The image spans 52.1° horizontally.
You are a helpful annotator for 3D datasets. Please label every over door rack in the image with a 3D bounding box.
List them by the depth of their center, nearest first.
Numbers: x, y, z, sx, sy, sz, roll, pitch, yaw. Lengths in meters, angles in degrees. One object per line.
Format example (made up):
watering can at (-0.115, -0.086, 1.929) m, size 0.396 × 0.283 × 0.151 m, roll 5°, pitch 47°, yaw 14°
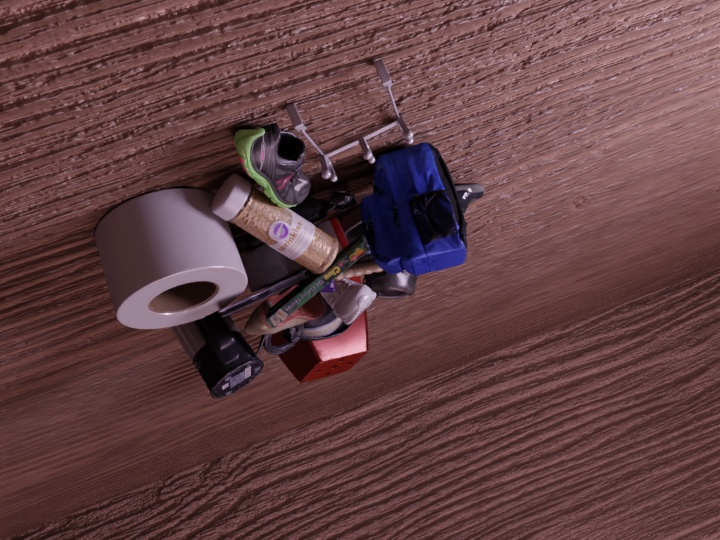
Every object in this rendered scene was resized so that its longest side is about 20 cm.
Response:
over door rack at (-0.006, -0.200, 1.065) m, size 0.148 × 0.067 × 0.200 m, roll -25°, pitch 160°, yaw 6°

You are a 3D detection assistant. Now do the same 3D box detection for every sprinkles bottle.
sprinkles bottle at (-0.129, -0.069, 1.133) m, size 0.200 × 0.068 × 0.068 m, roll 32°, pitch 130°, yaw -27°

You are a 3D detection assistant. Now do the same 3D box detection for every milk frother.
milk frother at (-0.244, 0.111, 1.441) m, size 0.200 × 0.188 × 0.181 m, roll -21°, pitch 155°, yaw -38°

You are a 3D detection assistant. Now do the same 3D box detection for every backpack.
backpack at (0.083, -0.103, 1.218) m, size 0.168 × 0.200 × 0.163 m, roll -13°, pitch 169°, yaw -1°

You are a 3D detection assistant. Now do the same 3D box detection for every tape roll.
tape roll at (-0.290, -0.015, 1.131) m, size 0.203 × 0.139 × 0.203 m, roll -20°, pitch 161°, yaw -7°

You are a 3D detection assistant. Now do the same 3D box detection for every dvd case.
dvd case at (-0.166, 0.041, 1.260) m, size 0.149 × 0.016 × 0.200 m, roll -25°, pitch -179°, yaw -7°

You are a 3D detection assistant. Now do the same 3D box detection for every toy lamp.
toy lamp at (0.000, 0.000, 1.297) m, size 0.200 × 0.058 × 0.058 m, roll -11°, pitch 159°, yaw -7°

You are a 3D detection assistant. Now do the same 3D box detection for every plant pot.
plant pot at (-0.090, 0.147, 1.714) m, size 0.200 × 0.176 × 0.200 m, roll -11°, pitch 158°, yaw -30°

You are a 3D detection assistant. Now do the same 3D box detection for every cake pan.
cake pan at (0.033, -0.085, 1.447) m, size 0.200 × 0.037 × 0.200 m, roll -20°, pitch 160°, yaw -8°

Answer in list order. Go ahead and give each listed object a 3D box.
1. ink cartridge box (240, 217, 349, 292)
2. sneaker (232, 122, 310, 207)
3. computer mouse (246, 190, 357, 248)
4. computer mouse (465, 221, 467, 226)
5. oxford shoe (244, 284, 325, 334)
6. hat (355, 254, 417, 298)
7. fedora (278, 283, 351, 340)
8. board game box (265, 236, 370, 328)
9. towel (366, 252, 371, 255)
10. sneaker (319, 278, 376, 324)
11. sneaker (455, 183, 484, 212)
ink cartridge box at (-0.104, -0.034, 1.322) m, size 0.116 × 0.067 × 0.200 m, roll -24°, pitch 180°, yaw 44°
sneaker at (-0.109, -0.151, 1.068) m, size 0.084 × 0.077 × 0.200 m, roll -22°, pitch 162°, yaw 10°
computer mouse at (-0.107, -0.098, 1.235) m, size 0.200 × 0.053 × 0.138 m, roll -24°, pitch -178°, yaw 2°
computer mouse at (0.146, -0.086, 1.475) m, size 0.200 × 0.034 × 0.059 m, roll -7°, pitch 139°, yaw -48°
oxford shoe at (-0.139, 0.075, 1.356) m, size 0.074 × 0.071 × 0.200 m, roll -33°, pitch 167°, yaw 29°
hat at (0.066, 0.013, 1.419) m, size 0.200 × 0.081 × 0.201 m, roll -11°, pitch 171°, yaw -2°
fedora at (-0.098, 0.056, 1.530) m, size 0.200 × 0.201 × 0.092 m, roll -12°, pitch 127°, yaw -26°
board game box at (-0.070, 0.017, 1.210) m, size 0.200 × 0.023 × 0.105 m, roll -39°, pitch -175°, yaw 3°
towel at (0.008, -0.024, 1.476) m, size 0.145 × 0.024 × 0.200 m, roll -24°, pitch 169°, yaw 34°
sneaker at (-0.039, 0.042, 1.390) m, size 0.078 × 0.099 × 0.200 m, roll -46°, pitch -170°, yaw -14°
sneaker at (0.160, -0.104, 1.388) m, size 0.199 × 0.114 × 0.076 m, roll -23°, pitch -161°, yaw -39°
